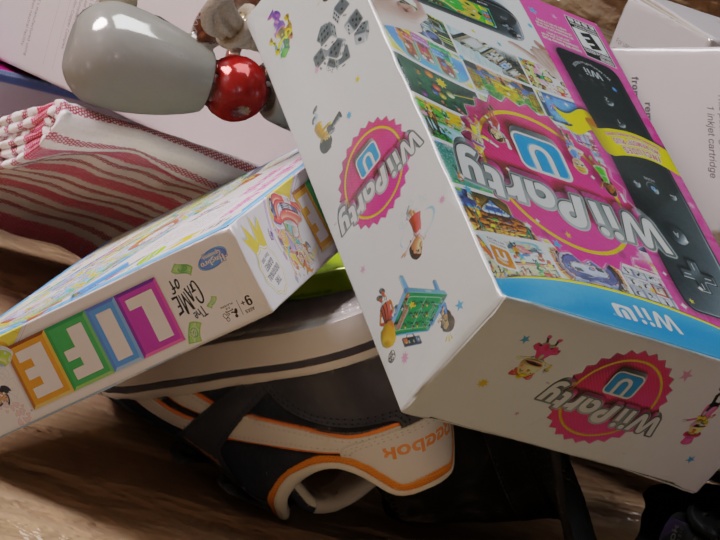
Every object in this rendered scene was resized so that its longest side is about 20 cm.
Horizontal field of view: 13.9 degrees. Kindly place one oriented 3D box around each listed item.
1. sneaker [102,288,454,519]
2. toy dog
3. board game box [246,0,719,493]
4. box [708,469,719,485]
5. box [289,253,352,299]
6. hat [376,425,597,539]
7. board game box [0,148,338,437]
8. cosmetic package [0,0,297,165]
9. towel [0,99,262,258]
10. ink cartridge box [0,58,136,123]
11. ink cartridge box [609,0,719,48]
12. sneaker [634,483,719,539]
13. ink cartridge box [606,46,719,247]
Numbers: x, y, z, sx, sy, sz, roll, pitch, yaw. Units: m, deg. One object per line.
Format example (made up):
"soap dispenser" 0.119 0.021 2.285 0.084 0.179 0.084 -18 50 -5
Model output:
"sneaker" -0.036 0.053 1.128 0.078 0.080 0.200 -26 11 -28
"toy dog" -0.019 -0.099 1.217 0.199 0.132 0.097 23 49 -39
"board game box" 0.055 -0.025 1.077 0.147 0.064 0.201 17 37 -38
"box" 0.187 0.064 1.180 0.116 0.061 0.200 12 4 -33
"box" 0.000 0.000 1.371 0.121 0.048 0.200 -10 11 5
"hat" 0.035 0.052 1.178 0.080 0.202 0.201 -19 13 2
"board game box" -0.067 0.001 1.105 0.034 0.134 0.200 63 21 -6
"cosmetic package" -0.061 -0.104 1.370 0.199 0.085 0.107 27 14 31
"towel" -0.109 -0.029 1.279 0.146 0.030 0.200 16 -14 -28
"ink cartridge box" -0.214 -0.092 1.463 0.136 0.077 0.200 13 12 -37
"ink cartridge box" 0.179 -0.028 1.563 0.145 0.201 0.083 13 13 -33
"sneaker" 0.160 0.129 1.149 0.087 0.076 0.200 14 3 -14
"ink cartridge box" 0.189 -0.037 1.237 0.199 0.085 0.145 0 -10 -6
